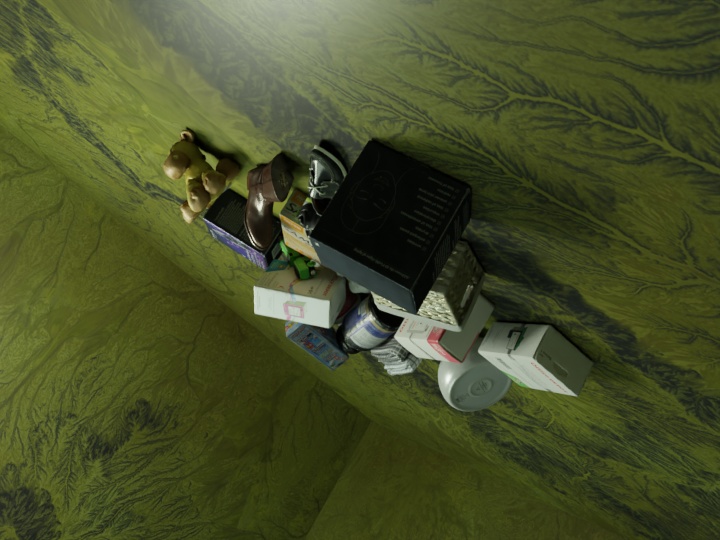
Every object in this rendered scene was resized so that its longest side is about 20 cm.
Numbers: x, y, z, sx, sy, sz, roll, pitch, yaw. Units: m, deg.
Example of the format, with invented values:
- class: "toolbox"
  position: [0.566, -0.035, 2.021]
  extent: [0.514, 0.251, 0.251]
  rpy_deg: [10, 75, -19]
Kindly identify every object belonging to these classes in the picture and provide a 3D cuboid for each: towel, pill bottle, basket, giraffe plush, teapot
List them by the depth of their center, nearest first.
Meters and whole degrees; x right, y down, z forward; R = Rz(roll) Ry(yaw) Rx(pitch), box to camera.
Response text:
- class: "basket"
  position: [0.119, 0.012, 1.441]
  extent: [0.197, 0.137, 0.124]
  rpy_deg: [13, 154, 32]
- class: "giraffe plush"
  position: [-0.387, -0.236, 1.762]
  extent: [0.162, 0.172, 0.200]
  rpy_deg: [45, -163, -8]
- class: "teapot"
  position: [0.267, 0.231, 1.814]
  extent: [0.194, 0.203, 0.147]
  rpy_deg: [3, -144, -20]
- class: "towel"
  position: [0.117, 0.167, 1.880]
  extent: [0.085, 0.167, 0.200]
  rpy_deg: [37, 162, -8]
- class: "pill bottle"
  position: [0.021, 0.133, 1.880]
  extent: [0.111, 0.113, 0.200]
  rpy_deg: [36, 139, -12]
- class: "pill bottle"
  position: [-0.071, 0.066, 1.993]
  extent: [0.201, 0.113, 0.112]
  rpy_deg: [51, 158, -21]

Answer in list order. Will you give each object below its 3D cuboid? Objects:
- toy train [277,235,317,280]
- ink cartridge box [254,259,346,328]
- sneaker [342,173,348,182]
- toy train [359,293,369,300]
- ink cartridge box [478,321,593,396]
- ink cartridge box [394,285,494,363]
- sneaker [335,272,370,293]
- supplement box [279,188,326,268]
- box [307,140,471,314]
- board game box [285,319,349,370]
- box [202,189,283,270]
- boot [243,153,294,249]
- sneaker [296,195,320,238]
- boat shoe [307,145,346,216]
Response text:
- class: "toy train"
  position: [-0.160, -0.039, 1.880]
  extent: [0.200, 0.055, 0.042]
  rpy_deg: [-126, 24, -52]
- class: "ink cartridge box"
  position: [-0.144, 0.055, 1.844]
  extent: [0.196, 0.145, 0.086]
  rpy_deg: [11, 121, 11]
- class: "sneaker"
  position: [-0.009, -0.123, 1.441]
  extent: [0.089, 0.068, 0.200]
  rpy_deg: [16, 161, 32]
- class: "toy train"
  position: [0.026, 0.080, 2.042]
  extent: [0.198, 0.034, 0.046]
  rpy_deg: [15, 160, 49]
- class: "ink cartridge box"
  position: [0.367, 0.183, 1.586]
  extent: [0.145, 0.085, 0.199]
  rpy_deg: [38, 163, -20]
- class: "ink cartridge box"
  position: [0.177, 0.114, 1.637]
  extent: [0.082, 0.148, 0.199]
  rpy_deg: [38, 163, -19]
- class: "sneaker"
  position: [0.000, 0.000, 1.822]
  extent: [0.086, 0.076, 0.200]
  rpy_deg: [11, 163, 25]
- class: "supplement box"
  position: [-0.112, -0.091, 1.732]
  extent: [0.125, 0.074, 0.200]
  rpy_deg: [30, 164, 8]
- class: "box"
  position: [0.052, -0.071, 1.243]
  extent: [0.198, 0.198, 0.124]
  rpy_deg: [28, 164, 18]
- class: "board game box"
  position: [-0.136, 0.138, 1.922]
  extent: [0.201, 0.061, 0.200]
  rpy_deg: [59, -169, 31]
- class: "box"
  position: [-0.303, -0.107, 2.001]
  extent: [0.198, 0.105, 0.148]
  rpy_deg: [30, 165, 8]
- class: "boot"
  position: [-0.190, -0.141, 1.599]
  extent: [0.063, 0.190, 0.199]
  rpy_deg: [-9, -176, -27]
- class: "sneaker"
  position: [-0.071, -0.088, 1.563]
  extent: [0.072, 0.083, 0.200]
  rpy_deg: [43, 178, -40]
- class: "boat shoe"
  position: [-0.069, -0.168, 1.437]
  extent: [0.071, 0.068, 0.201]
  rpy_deg: [31, 163, 12]
